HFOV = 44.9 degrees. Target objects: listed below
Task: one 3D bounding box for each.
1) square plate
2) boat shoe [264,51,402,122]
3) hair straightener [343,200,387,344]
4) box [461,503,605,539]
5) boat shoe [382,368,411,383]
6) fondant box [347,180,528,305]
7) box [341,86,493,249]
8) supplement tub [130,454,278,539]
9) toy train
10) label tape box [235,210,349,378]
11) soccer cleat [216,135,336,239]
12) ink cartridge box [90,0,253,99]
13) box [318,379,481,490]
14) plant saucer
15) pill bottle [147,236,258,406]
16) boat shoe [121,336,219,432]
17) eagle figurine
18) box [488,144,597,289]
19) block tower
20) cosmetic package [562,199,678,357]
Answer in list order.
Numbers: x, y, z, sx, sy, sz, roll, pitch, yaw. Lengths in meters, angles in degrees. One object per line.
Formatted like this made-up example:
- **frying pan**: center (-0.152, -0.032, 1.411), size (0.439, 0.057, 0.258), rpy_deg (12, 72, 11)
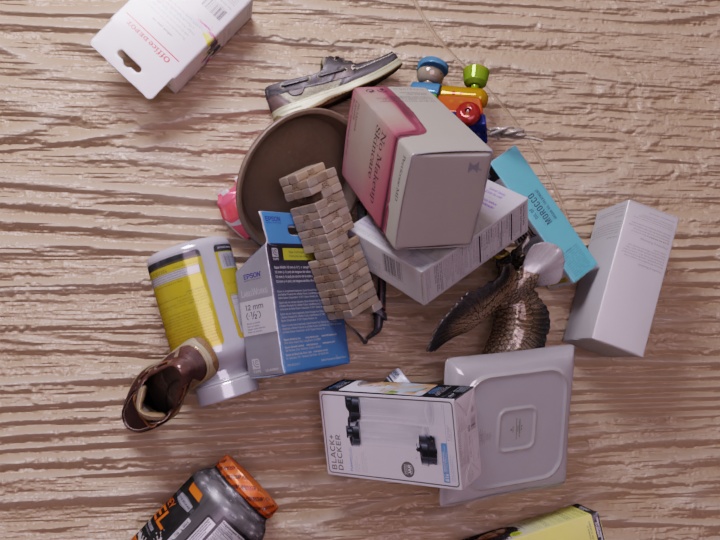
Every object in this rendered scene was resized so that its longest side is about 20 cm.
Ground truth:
- **square plate**: center (0.197, 0.204, 1.135), size (0.196, 0.028, 0.203), rpy_deg (-4, 102, -23)
- **boat shoe**: center (-0.038, -0.264, 1.201), size (0.198, 0.073, 0.065), rpy_deg (-26, 94, -11)
- **hair straightener**: center (0.000, 0.000, 1.202), size (0.076, 0.041, 0.203), rpy_deg (2, 88, -9)
- **box**: center (0.224, 0.371, 1.177), size (0.198, 0.075, 0.051), rpy_deg (-13, 87, -11)
- **boat shoe**: center (0.092, 0.227, 1.170), size (0.068, 0.074, 0.200), rpy_deg (-42, 99, -3)
- **fondant box**: center (0.102, -0.054, 1.142), size (0.199, 0.144, 0.059), rpy_deg (-32, 134, -28)
- **box**: center (0.063, -0.131, 1.080), size (0.108, 0.200, 0.129), rpy_deg (-4, 123, -21)
- **supplement tub**: center (-0.204, 0.336, 1.085), size (0.123, 0.123, 0.200), rpy_deg (45, 79, -2)
- **toy train**: center (0.160, -0.233, 1.205), size (0.197, 0.085, 0.117), rpy_deg (7, 68, 14)
- **label tape box**: center (-0.090, 0.031, 1.127), size (0.066, 0.143, 0.203), rpy_deg (-14, 83, 33)
- **soccer cleat**: center (-0.104, -0.124, 1.186), size (0.199, 0.067, 0.077), rpy_deg (-36, 110, -12)
- **ink cartridge box**: center (-0.252, -0.326, 1.174), size (0.115, 0.068, 0.200), rpy_deg (42, 79, -3)
- **box**: center (0.048, 0.205, 1.103), size (0.198, 0.060, 0.118), rpy_deg (0, 99, 33)
- **plant saucer**: center (-0.080, -0.119, 1.148), size (0.198, 0.029, 0.202), rpy_deg (-20, 126, -29)
- **pill bottle**: center (-0.196, 0.066, 1.120), size (0.111, 0.112, 0.202), rpy_deg (-16, 87, -11)
- **boat shoe**: center (-0.250, 0.152, 1.066), size (0.072, 0.199, 0.072), rpy_deg (53, 38, -1)
- **eagle figurine**: center (0.182, 0.054, 1.166), size (0.150, 0.152, 0.201), rpy_deg (14, 50, 9)
- **box**: center (0.242, -0.072, 1.222), size (0.049, 0.082, 0.201), rpy_deg (-35, 91, -15)
- **block tower**: center (-0.038, -0.033, 1.110), size (0.058, 0.054, 0.202), rpy_deg (-30, 105, -41)
- **cosmetic package**: center (0.362, 0.015, 1.221), size (0.084, 0.108, 0.202), rpy_deg (17, 83, -8)
